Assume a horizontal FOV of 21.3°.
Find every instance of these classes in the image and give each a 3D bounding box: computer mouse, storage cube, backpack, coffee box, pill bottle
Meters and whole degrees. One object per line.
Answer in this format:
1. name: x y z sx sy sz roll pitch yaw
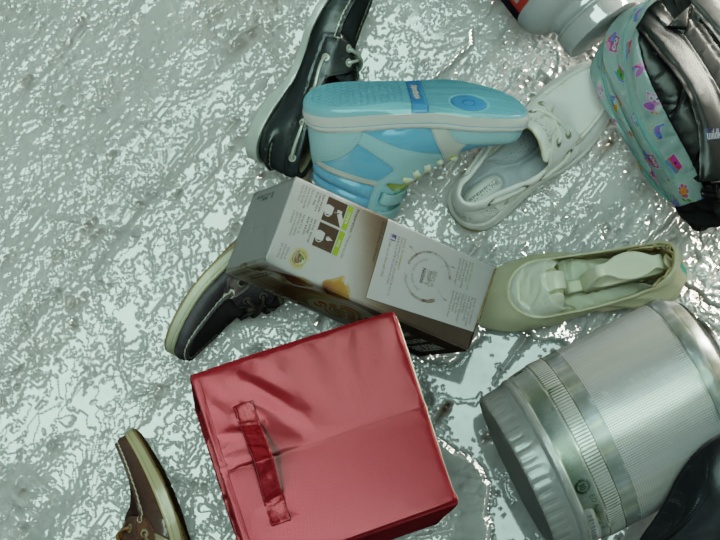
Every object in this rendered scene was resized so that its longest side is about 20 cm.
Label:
1. computer mouse: 0.290 0.220 1.583 0.138 0.201 0.053 5 34 -29
2. storage cube: -0.033 0.155 1.609 0.178 0.200 0.172 -17 78 -8
3. backpack: 0.295 -0.150 1.687 0.167 0.126 0.201 -34 93 -31
4. coffee box: 0.000 0.000 1.643 0.199 0.114 0.080 23 78 -18
5. pill bottle: 0.159 -0.295 1.733 0.112 0.112 0.200 -36 80 -6

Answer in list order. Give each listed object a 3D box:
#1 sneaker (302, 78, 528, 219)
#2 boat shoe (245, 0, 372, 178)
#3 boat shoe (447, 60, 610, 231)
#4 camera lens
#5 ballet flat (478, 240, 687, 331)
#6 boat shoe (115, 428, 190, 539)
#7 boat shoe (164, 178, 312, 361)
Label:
1. sneaker: 0.048 -0.098 1.697 0.198 0.080 0.131 2 117 2
2. boat shoe: -0.030 -0.177 1.732 0.060 0.076 0.201 28 92 22
3. boat shoe: 0.160 -0.116 1.719 0.071 0.069 0.200 43 82 10
4. camera lens: 0.221 0.130 1.623 0.199 0.160 0.161 -27 79 -4
5. ballet flat: 0.193 0.009 1.697 0.198 0.069 0.070 -11 79 -1
6. boat shoe: -0.184 0.240 1.659 0.071 0.072 0.201 -20 85 -4
7. boat shoe: -0.093 0.008 1.702 0.065 0.072 0.200 38 76 13
